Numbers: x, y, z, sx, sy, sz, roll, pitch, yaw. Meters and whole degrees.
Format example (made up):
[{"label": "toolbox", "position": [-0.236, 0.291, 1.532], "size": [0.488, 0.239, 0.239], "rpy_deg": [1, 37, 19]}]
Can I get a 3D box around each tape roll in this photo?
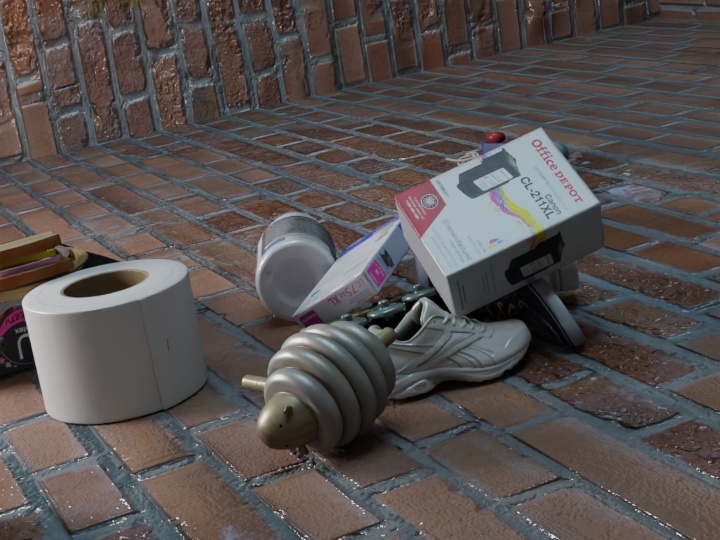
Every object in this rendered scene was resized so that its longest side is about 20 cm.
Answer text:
[{"label": "tape roll", "position": [-0.292, 0.081, 1.655], "size": [0.201, 0.140, 0.203], "rpy_deg": [-9, 15, 2]}]

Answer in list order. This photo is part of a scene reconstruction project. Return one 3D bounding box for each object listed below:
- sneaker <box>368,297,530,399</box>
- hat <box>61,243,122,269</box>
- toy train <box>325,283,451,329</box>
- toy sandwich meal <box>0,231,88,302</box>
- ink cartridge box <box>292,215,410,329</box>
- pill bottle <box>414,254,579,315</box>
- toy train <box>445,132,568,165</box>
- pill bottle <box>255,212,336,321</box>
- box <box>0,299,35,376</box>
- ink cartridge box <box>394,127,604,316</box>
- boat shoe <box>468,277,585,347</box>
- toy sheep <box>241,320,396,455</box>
[{"label": "sneaker", "position": [0.098, 0.075, 1.530], "size": [0.199, 0.100, 0.078], "rpy_deg": [-15, 17, -19]}, {"label": "hat", "position": [-0.359, 0.036, 1.928], "size": [0.199, 0.081, 0.201], "rpy_deg": [19, 14, -5]}, {"label": "toy train", "position": [0.021, 0.075, 1.621], "size": [0.199, 0.086, 0.114], "rpy_deg": [-21, 7, -29]}, {"label": "toy sandwich meal", "position": [-0.445, -0.015, 1.769], "size": [0.203, 0.071, 0.205], "rpy_deg": [-10, 17, 3]}, {"label": "ink cartridge box", "position": [0.000, 0.000, 1.733], "size": [0.119, 0.042, 0.200], "rpy_deg": [-32, 13, 30]}, {"label": "pill bottle", "position": [0.171, -0.003, 1.740], "size": [0.198, 0.110, 0.109], "rpy_deg": [-8, 16, 6]}, {"label": "toy train", "position": [0.264, -0.206, 2.461], "size": [0.199, 0.085, 0.115], "rpy_deg": [6, 11, 43]}, {"label": "pill bottle", "position": [-0.088, -0.012, 1.905], "size": [0.113, 0.115, 0.200], "rpy_deg": [-9, 16, 0]}, {"label": "box", "position": [-0.500, 0.076, 1.829], "size": [0.199, 0.116, 0.132], "rpy_deg": [-19, 20, -27]}, {"label": "ink cartridge box", "position": [0.161, -0.058, 1.595], "size": [0.199, 0.083, 0.146], "rpy_deg": [-26, 51, -7]}, {"label": "boat shoe", "position": [0.175, 0.038, 1.626], "size": [0.091, 0.071, 0.200], "rpy_deg": [-39, 55, -1]}, {"label": "toy sheep", "position": [-0.033, 0.114, 1.416], "size": [0.137, 0.139, 0.200], "rpy_deg": [7, 40, 44]}]
